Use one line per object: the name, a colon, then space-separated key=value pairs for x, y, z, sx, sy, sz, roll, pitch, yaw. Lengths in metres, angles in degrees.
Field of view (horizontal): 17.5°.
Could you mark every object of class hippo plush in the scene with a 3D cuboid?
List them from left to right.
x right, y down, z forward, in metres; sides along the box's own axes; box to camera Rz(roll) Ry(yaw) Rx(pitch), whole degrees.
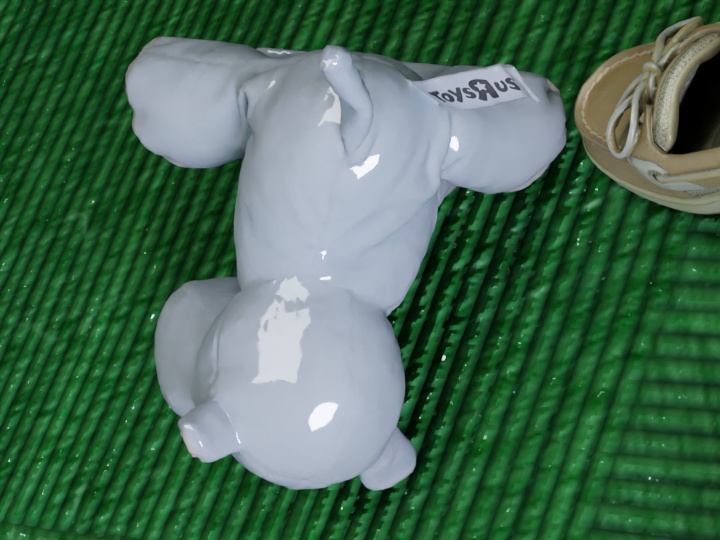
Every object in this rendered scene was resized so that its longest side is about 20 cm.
hippo plush: x=0.000 y=0.000 z=0.883 sx=0.200 sy=0.158 sz=0.162 roll=13 pitch=98 yaw=59

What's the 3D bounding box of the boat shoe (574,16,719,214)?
boat shoe: x=0.136 y=-0.060 z=0.824 sx=0.200 sy=0.063 sz=0.074 roll=19 pitch=78 yaw=58
